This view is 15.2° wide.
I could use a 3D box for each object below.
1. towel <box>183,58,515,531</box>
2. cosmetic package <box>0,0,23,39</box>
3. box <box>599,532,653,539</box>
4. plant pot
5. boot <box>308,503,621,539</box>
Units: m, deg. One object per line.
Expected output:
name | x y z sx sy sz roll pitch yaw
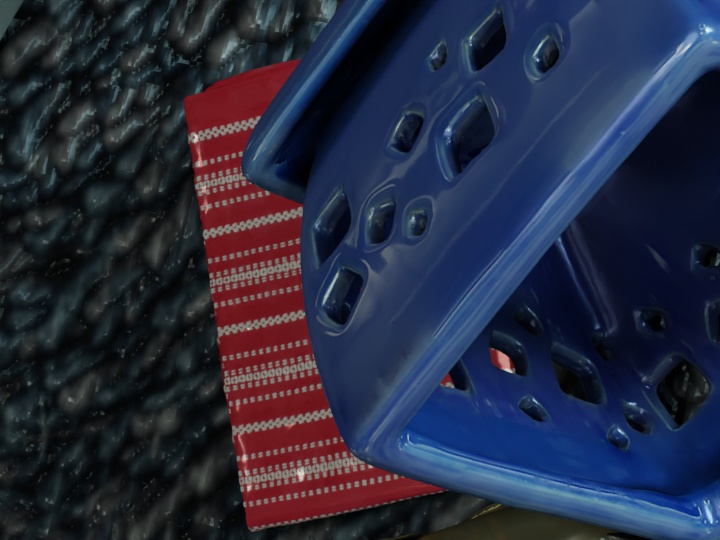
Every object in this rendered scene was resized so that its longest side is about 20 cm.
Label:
towel | 0.000 0.000 1.145 0.144 0.022 0.201 -14 78 27
cosmetic package | -0.220 -0.208 1.291 0.200 0.052 0.151 39 101 29
box | 0.156 0.218 0.995 0.192 0.047 0.201 17 94 30
plant pot | 0.087 -0.039 0.985 0.200 0.199 0.180 -53 44 22
boot | 0.015 0.138 1.072 0.199 0.097 0.075 -27 70 26
